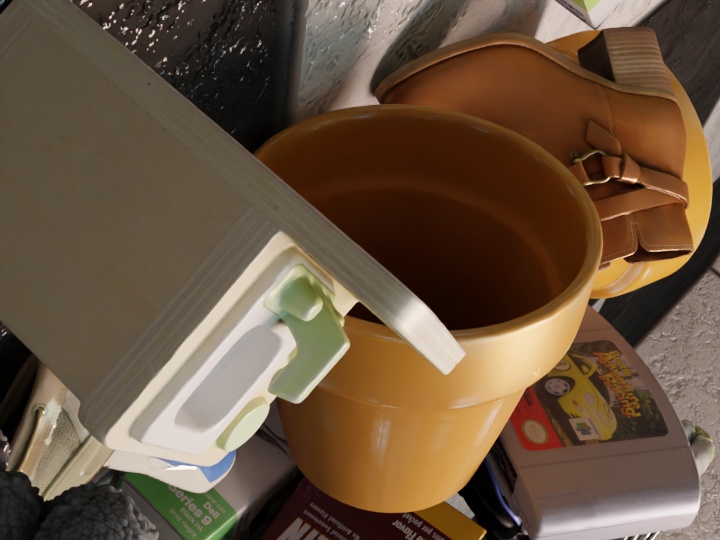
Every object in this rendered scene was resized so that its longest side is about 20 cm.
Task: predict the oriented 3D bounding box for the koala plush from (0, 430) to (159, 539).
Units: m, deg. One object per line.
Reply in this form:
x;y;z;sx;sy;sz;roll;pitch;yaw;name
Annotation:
-0.216;0.129;0.444;0.184;0.177;0.200;-46;169;23;koala plush

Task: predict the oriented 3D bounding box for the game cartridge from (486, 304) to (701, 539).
0.141;0.094;0.801;0.133;0.200;0.041;-2;129;-19;game cartridge

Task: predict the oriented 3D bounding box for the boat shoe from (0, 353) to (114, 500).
-0.205;0.124;0.642;0.065;0.072;0.200;30;107;-36;boat shoe

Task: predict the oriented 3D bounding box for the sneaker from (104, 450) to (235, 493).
-0.100;0.078;0.764;0.111;0.077;0.200;-41;157;4;sneaker

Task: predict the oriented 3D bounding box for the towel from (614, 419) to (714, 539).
0.208;0.196;0.918;0.171;0.048;0.200;-52;163;9;towel

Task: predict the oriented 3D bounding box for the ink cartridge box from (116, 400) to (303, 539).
-0.103;0.172;0.942;0.200;0.084;0.146;-35;159;-41;ink cartridge box

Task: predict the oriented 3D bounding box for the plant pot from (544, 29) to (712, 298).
0.122;-0.058;0.876;0.183;0.200;0.200;-21;151;-28;plant pot

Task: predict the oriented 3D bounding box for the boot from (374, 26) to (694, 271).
0.116;-0.071;0.756;0.199;0.155;0.074;-8;171;-4;boot

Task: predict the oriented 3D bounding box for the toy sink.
-0.073;0.004;0.474;0.112;0.200;0.130;-49;164;-1;toy sink

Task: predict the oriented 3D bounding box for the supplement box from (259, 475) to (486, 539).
-0.016;0.255;0.923;0.200;0.133;0.197;-54;169;-12;supplement box

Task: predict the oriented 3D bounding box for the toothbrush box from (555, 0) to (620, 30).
0.139;-0.243;0.673;0.146;0.086;0.200;-51;162;7;toothbrush box

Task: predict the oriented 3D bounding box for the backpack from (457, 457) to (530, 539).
0.124;0.111;0.948;0.147;0.200;0.183;-26;157;-7;backpack

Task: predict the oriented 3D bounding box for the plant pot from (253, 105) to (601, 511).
0.023;0.035;0.692;0.200;0.200;0.184;-36;146;-37;plant pot
